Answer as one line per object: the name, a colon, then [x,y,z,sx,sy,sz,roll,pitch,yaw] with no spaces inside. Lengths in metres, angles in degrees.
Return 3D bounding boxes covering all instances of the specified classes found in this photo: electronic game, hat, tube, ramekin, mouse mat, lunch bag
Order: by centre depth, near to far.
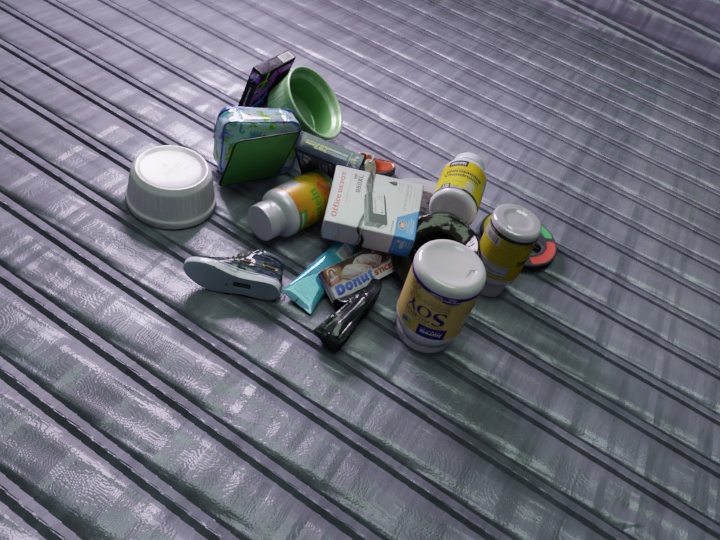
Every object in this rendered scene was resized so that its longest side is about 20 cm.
tube: [-0.081,0.006,1.358,0.077,0.051,0.200,33,50,9]
ramekin: [-0.419,-0.193,1.413,0.201,0.095,0.203,8,44,-8]
hat: [0.169,-0.026,1.431,0.199,0.081,0.202,-4,60,7]
mouse mat: [-0.234,-0.255,1.464,0.160,0.200,0.008,-16,74,-30]
lunch bag: [-0.252,-0.308,1.532,0.199,0.162,0.083,-7,44,-25]
electronic game: [0.394,-0.079,1.587,0.198,0.042,0.201,9,44,-9]
ramekin: [-0.147,-0.415,1.653,0.199,0.097,0.201,28,52,-42]

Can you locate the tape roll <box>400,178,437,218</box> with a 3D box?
tape roll: [0.149,-0.137,1.552,0.199,0.066,0.201,8,45,-8]

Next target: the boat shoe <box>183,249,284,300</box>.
boat shoe: [-0.255,-0.004,1.301,0.199,0.071,0.091,16,42,-11]

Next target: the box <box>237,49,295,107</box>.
box: [-0.254,-0.467,1.659,0.036,0.200,0.143,43,48,2]

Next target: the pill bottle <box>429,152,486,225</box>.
pill bottle: [0.237,-0.195,1.509,0.111,0.112,0.201,21,44,4]

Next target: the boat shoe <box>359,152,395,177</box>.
boat shoe: [0.002,-0.273,1.644,0.198,0.063,0.071,0,45,-19]

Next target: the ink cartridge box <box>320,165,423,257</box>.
ink cartridge box: [0.025,-0.129,1.384,0.198,0.084,0.146,12,65,-2]

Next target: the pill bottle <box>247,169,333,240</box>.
pill bottle: [-0.151,-0.143,1.433,0.111,0.111,0.200,39,48,21]

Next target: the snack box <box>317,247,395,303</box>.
snack box: [0.000,0.000,1.375,0.199,0.024,0.072,-27,90,-38]

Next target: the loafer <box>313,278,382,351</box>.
loafer: [-0.021,0.076,1.287,0.070,0.068,0.201,36,50,5]

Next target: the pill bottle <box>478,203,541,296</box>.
pill bottle: [0.312,-0.038,1.408,0.110,0.201,0.112,9,45,-9]

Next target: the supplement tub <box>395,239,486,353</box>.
supplement tub: [0.153,0.055,1.267,0.144,0.201,0.146,9,44,-8]

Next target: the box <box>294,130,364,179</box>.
box: [-0.068,-0.243,1.503,0.157,0.200,0.051,22,81,4]
